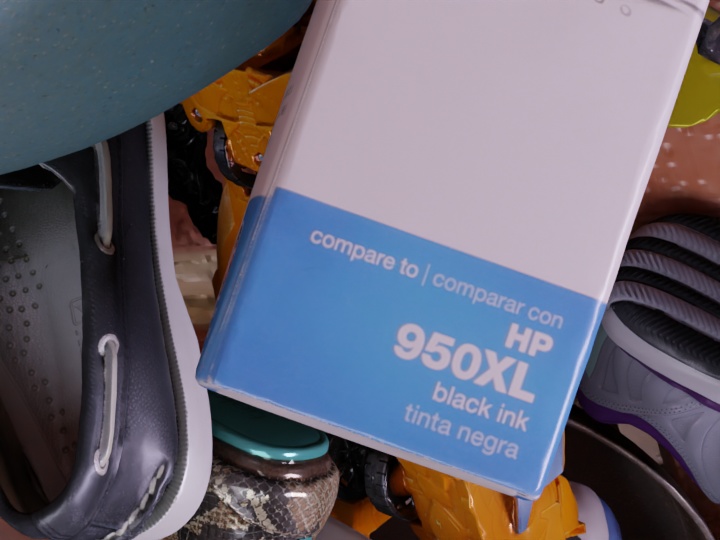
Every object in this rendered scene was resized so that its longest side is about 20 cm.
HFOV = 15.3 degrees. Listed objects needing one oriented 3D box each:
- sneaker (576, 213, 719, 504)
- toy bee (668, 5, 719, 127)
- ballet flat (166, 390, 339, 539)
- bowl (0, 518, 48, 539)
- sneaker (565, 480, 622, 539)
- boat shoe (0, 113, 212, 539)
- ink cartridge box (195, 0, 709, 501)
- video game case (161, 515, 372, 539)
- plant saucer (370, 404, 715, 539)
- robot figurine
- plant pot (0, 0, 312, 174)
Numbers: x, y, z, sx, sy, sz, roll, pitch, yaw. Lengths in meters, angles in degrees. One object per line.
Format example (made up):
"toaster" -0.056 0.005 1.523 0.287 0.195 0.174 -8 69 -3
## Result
"sneaker" 0.158 0.056 0.847 0.200 0.074 0.088 31 147 1
"toy bee" 0.141 -0.068 0.714 0.131 0.109 0.200 9 160 -3
"ballet flat" -0.090 0.040 0.837 0.200 0.068 0.075 36 115 33
"bowl" -0.144 0.167 1.040 0.200 0.075 0.200 40 132 -21
"sneaker" 0.091 0.142 0.910 0.077 0.076 0.200 -14 131 0
"boat shoe" -0.094 -0.019 0.769 0.076 0.200 0.060 -27 163 26
"ink cartridge box" 0.030 -0.055 0.649 0.084 0.200 0.145 19 178 -2
"video game case" 0.006 0.140 0.884 0.200 0.023 0.182 26 151 44
"plant saucer" 0.034 0.099 0.946 0.200 0.032 0.200 9 134 10
"robot figurine" 0.000 0.000 0.804 0.145 0.058 0.200 13 127 46
"plant pot" -0.078 -0.113 0.681 0.134 0.200 0.200 4 139 -18
